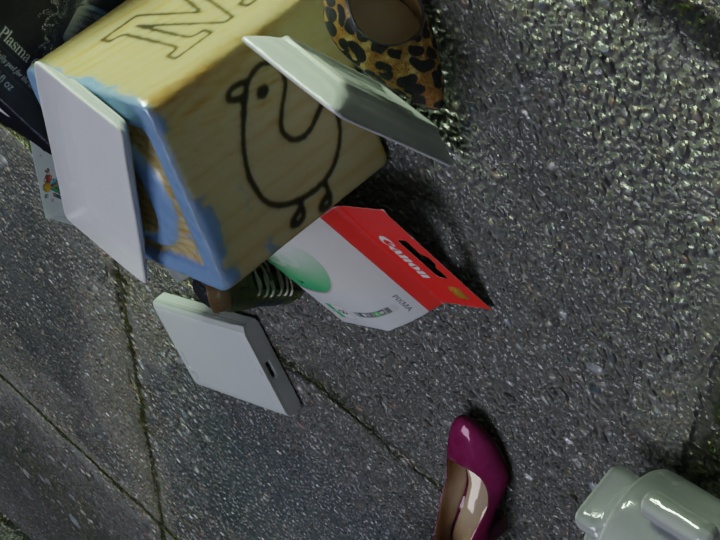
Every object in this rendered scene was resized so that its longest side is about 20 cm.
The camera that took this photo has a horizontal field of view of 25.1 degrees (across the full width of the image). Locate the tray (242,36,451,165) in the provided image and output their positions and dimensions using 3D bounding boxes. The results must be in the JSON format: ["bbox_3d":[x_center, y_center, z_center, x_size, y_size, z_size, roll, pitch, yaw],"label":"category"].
[{"bbox_3d":[-0.002,-0.135,1.246,0.107,0.022,0.200,41,-168,26],"label":"tray"}]

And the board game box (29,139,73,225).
[{"bbox_3d":[-0.282,-0.147,1.603,0.148,0.064,0.202,21,-124,-81],"label":"board game box"}]

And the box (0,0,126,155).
[{"bbox_3d":[-0.284,-0.241,1.423,0.117,0.201,0.197,30,169,35],"label":"box"}]

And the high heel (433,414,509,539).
[{"bbox_3d":[0.099,0.233,1.609,0.067,0.096,0.201,27,145,39],"label":"high heel"}]

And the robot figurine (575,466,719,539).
[{"bbox_3d":[0.273,0.240,1.325,0.199,0.113,0.170,30,163,35],"label":"robot figurine"}]

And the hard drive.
[{"bbox_3d":[-0.161,0.098,1.925,0.199,0.026,0.133,12,135,51],"label":"hard drive"}]

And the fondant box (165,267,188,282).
[{"bbox_3d":[-0.185,-0.077,1.700,0.145,0.058,0.200,54,152,-6],"label":"fondant box"}]

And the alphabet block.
[{"bbox_3d":[-0.129,-0.132,1.382,0.196,0.200,0.196,22,143,44],"label":"alphabet block"}]

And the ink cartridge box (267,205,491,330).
[{"bbox_3d":[0.000,0.000,1.462,0.161,0.050,0.199,40,164,-33],"label":"ink cartridge box"}]

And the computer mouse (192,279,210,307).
[{"bbox_3d":[-0.126,-0.001,1.743,0.059,0.034,0.200,44,149,-13],"label":"computer mouse"}]

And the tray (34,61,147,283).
[{"bbox_3d":[-0.214,-0.081,1.330,0.107,0.022,0.201,39,152,24],"label":"tray"}]

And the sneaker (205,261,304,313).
[{"bbox_3d":[-0.093,0.002,1.563,0.200,0.089,0.068,-3,-94,-86],"label":"sneaker"}]

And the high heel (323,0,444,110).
[{"bbox_3d":[0.021,-0.217,1.180,0.201,0.071,0.142,57,155,-1],"label":"high heel"}]
